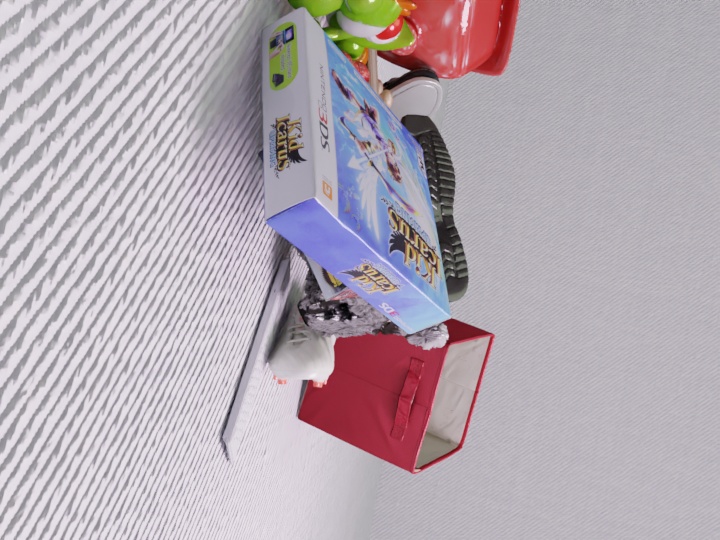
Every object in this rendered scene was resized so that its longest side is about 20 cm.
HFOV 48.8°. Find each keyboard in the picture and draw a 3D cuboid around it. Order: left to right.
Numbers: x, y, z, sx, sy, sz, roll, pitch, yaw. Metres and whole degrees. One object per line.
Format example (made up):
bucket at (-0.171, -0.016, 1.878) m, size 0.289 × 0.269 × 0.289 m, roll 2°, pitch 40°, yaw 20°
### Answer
keyboard at (-0.095, 0.083, 0.764) m, size 0.057 × 0.011 × 0.202 m, roll 88°, pitch 15°, yaw -57°

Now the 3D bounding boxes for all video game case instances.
video game case at (-0.001, -0.072, 0.623) m, size 0.200 × 0.045 × 0.183 m, roll 39°, pitch 38°, yaw -48°

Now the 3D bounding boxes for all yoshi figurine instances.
yoshi figurine at (-0.020, -0.235, 0.678) m, size 0.200 × 0.111 × 0.114 m, roll -114°, pitch -176°, yaw -85°

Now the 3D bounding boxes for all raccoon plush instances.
raccoon plush at (0.000, 0.000, 0.823) m, size 0.199 × 0.096 × 0.135 m, roll 34°, pitch 40°, yaw -44°

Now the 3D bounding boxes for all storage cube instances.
storage cube at (0.051, 0.141, 1.057) m, size 0.199 × 0.178 × 0.173 m, roll 0°, pitch 107°, yaw -63°

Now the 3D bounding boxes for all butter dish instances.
butter dish at (0.073, -0.303, 0.922) m, size 0.148 × 0.198 × 0.201 m, roll -55°, pitch 158°, yaw -35°

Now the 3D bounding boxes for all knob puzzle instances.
knob puzzle at (0.013, -0.225, 0.894) m, size 0.220 × 0.030 × 0.223 m, roll 177°, pitch -90°, yaw -85°

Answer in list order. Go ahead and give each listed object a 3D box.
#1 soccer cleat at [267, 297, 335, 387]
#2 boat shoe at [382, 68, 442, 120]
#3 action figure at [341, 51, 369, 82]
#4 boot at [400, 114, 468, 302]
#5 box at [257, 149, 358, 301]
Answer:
soccer cleat at (-0.058, 0.069, 0.844) m, size 0.200 × 0.068 × 0.079 m, roll -73°, pitch 168°, yaw -83°
boat shoe at (0.039, -0.207, 0.994) m, size 0.200 × 0.075 × 0.061 m, roll -29°, pitch -129°, yaw 57°
action figure at (-0.019, -0.147, 0.768) m, size 0.200 × 0.065 × 0.052 m, roll 94°, pitch -14°, yaw -68°
boot at (0.037, -0.058, 0.880) m, size 0.138 × 0.077 × 0.203 m, roll -13°, pitch -99°, yaw 52°
box at (0.000, -0.047, 0.722) m, size 0.199 × 0.040 × 0.138 m, roll -5°, pitch 68°, yaw -65°
